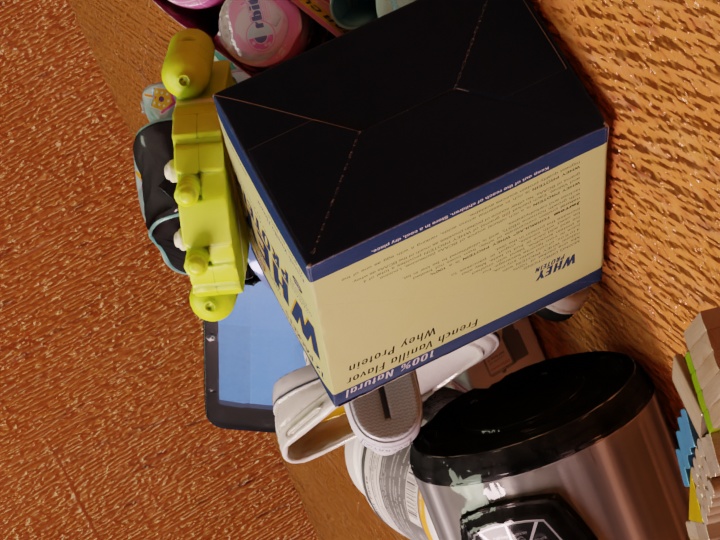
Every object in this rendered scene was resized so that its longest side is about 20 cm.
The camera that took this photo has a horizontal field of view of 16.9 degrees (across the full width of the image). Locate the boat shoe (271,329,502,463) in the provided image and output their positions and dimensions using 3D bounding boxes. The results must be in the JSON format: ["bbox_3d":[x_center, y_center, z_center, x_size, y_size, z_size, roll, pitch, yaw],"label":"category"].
[{"bbox_3d":[0.019,0.088,1.750,0.071,0.200,0.070,36,-140,-44],"label":"boat shoe"}]

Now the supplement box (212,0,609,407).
[{"bbox_3d":[0.035,-0.049,1.496,0.134,0.200,0.200,61,171,26],"label":"supplement box"}]

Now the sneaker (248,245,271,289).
[{"bbox_3d":[0.000,0.000,1.744,0.200,0.078,0.070,33,-145,-40],"label":"sneaker"}]

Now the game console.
[{"bbox_3d":[-0.043,0.084,1.978,0.171,0.118,0.200,-129,31,-47],"label":"game console"}]

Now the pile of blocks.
[{"bbox_3d":[0.217,0.088,1.362,0.200,0.062,0.082,87,167,-50],"label":"pile of blocks"}]

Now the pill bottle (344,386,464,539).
[{"bbox_3d":[0.067,0.148,1.783,0.117,0.116,0.200,65,165,-16],"label":"pill bottle"}]

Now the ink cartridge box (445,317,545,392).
[{"bbox_3d":[0.082,0.036,1.881,0.200,0.067,0.117,67,168,-21],"label":"ink cartridge box"}]

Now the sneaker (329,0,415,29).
[{"bbox_3d":[0.007,-0.197,1.594,0.074,0.082,0.200,67,170,-20],"label":"sneaker"}]

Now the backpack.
[{"bbox_3d":[-0.082,-0.070,1.848,0.200,0.176,0.154,80,178,-69],"label":"backpack"}]

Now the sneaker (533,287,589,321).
[{"bbox_3d":[0.063,0.000,1.658,0.200,0.073,0.112,40,121,28],"label":"sneaker"}]

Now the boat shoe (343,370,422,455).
[{"bbox_3d":[-0.002,0.028,1.625,0.067,0.073,0.200,108,158,-73],"label":"boat shoe"}]

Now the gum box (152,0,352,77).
[{"bbox_3d":[-0.047,-0.173,1.644,0.200,0.066,0.113,39,-155,6],"label":"gum box"}]

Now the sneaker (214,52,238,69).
[{"bbox_3d":[-0.089,-0.239,1.886,0.093,0.070,0.200,126,145,-80],"label":"sneaker"}]

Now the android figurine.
[{"bbox_3d":[-0.097,-0.058,1.552,0.200,0.041,0.182,-86,-9,-67],"label":"android figurine"}]

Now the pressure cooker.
[{"bbox_3d":[0.143,0.173,1.612,0.200,0.178,0.176,69,164,-14],"label":"pressure cooker"}]

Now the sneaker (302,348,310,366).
[{"bbox_3d":[-0.006,0.089,1.887,0.072,0.072,0.200,0,120,37],"label":"sneaker"}]
